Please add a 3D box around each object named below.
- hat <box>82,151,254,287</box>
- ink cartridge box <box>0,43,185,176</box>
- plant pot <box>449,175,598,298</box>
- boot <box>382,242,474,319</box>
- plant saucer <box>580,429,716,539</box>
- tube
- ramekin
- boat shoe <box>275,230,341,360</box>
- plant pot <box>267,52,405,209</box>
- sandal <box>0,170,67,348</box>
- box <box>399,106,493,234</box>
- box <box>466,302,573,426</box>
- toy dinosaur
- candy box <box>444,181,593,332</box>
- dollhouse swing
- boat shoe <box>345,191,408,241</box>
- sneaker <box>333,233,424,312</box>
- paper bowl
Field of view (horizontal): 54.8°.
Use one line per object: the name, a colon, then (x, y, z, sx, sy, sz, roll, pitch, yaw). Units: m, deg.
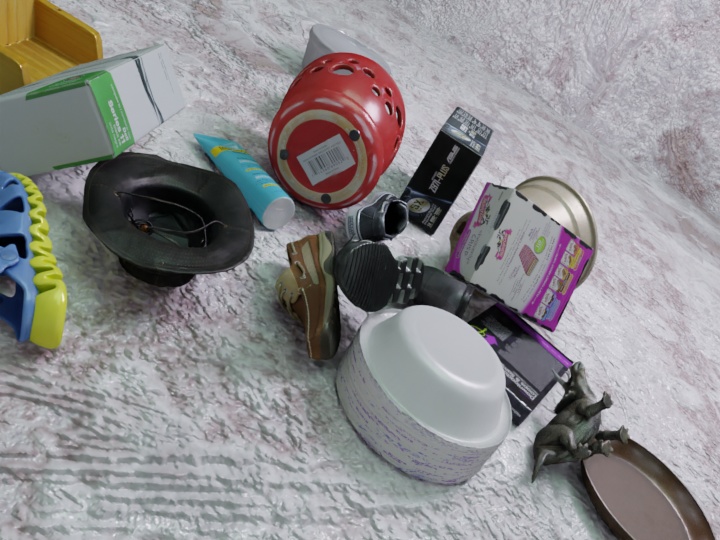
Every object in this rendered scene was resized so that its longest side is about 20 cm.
hat: (-0.206, -0.038, 0.740, 0.196, 0.082, 0.203, 17, 35, -12)
ink cartridge box: (-0.307, -0.186, 0.793, 0.143, 0.085, 0.201, -8, 26, 15)
plant pot: (0.245, -0.040, 1.115, 0.181, 0.203, 0.201, -13, 51, -38)
boot: (0.071, 0.019, 0.921, 0.130, 0.071, 0.200, 28, 1, -5)
plant saucer: (0.346, 0.286, 0.854, 0.197, 0.032, 0.202, 25, 29, -14)
tube: (-0.162, -0.135, 0.979, 0.077, 0.051, 0.200, 9, 31, -49)
ramekin: (-0.038, -0.445, 1.523, 0.199, 0.095, 0.204, 24, 30, -15)
boat shoe: (-0.061, 0.028, 0.810, 0.072, 0.077, 0.202, -4, 34, -1)
plant pot: (-0.039, -0.209, 1.052, 0.198, 0.202, 0.183, 30, 32, -3)
sandal: (-0.318, -0.018, 0.605, 0.086, 0.080, 0.201, 0, 41, -38)
box: (0.152, -0.182, 1.238, 0.085, 0.165, 0.200, 32, 29, 1)
box: (0.205, 0.120, 0.964, 0.143, 0.036, 0.199, 42, 28, 18)
toy dinosaur: (0.254, 0.200, 0.841, 0.077, 0.102, 0.200, 50, 56, -10)
candy box: (0.225, -0.015, 0.974, 0.198, 0.139, 0.061, 28, -1, -36)
dollhouse swing: (-0.415, -0.331, 0.881, 0.179, 0.178, 0.201, 29, 27, -5)
boat shoe: (0.041, -0.079, 1.025, 0.066, 0.074, 0.200, -3, 8, 20)
sneaker: (0.000, 0.000, 0.786, 0.087, 0.076, 0.199, 19, 2, 23)
paper bowl: (0.079, 0.120, 0.765, 0.197, 0.105, 0.202, 24, 28, -14)
